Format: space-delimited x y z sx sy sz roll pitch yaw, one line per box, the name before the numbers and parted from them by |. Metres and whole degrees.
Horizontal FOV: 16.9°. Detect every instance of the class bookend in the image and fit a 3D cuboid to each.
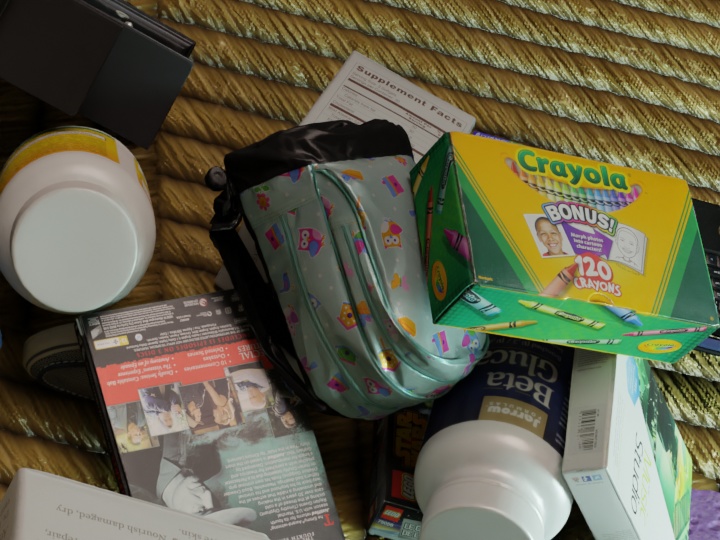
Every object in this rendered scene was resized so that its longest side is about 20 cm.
bookend | -0.205 -0.165 1.794 0.198 0.092 0.200 28 3 -20

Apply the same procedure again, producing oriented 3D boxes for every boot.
boot | -0.135 0.093 1.678 0.199 0.073 0.091 5 60 -12

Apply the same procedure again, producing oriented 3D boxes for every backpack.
backpack | 0.000 0.000 1.658 0.166 0.126 0.201 -9 77 -47

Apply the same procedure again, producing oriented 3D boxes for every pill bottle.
pill bottle | 0.098 0.124 1.673 0.111 0.111 0.200 23 40 -4
pill bottle | -0.198 -0.032 1.680 0.112 0.113 0.200 17 9 -11

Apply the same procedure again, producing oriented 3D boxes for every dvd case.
dvd case | -0.101 0.114 1.639 0.145 0.022 0.201 -11 72 -26

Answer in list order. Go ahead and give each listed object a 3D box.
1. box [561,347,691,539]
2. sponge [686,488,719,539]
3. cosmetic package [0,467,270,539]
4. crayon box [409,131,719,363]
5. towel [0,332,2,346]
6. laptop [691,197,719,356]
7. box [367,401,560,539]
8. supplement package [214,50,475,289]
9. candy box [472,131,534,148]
box | 0.190 0.137 1.706 0.036 0.200 0.145 -6 49 20
sponge | 0.283 0.246 1.769 0.111 0.030 0.201 10 42 -19
cosmetic package | -0.155 0.257 1.402 0.165 0.168 0.201 18 40 -18
crayon box | 0.136 -0.014 1.630 0.199 0.058 0.119 9 56 -28
towel | -0.330 -0.010 1.629 0.111 0.049 0.200 -19 57 -37
laptop | 0.244 -0.005 1.958 0.176 0.103 0.201 15 59 -15
box | 0.078 0.125 1.780 0.136 0.040 0.201 16 41 -11
supplement package | -0.010 -0.054 1.866 0.117 0.117 0.200 29 39 3
candy box | 0.128 -0.007 1.835 0.168 0.077 0.200 16 39 12
